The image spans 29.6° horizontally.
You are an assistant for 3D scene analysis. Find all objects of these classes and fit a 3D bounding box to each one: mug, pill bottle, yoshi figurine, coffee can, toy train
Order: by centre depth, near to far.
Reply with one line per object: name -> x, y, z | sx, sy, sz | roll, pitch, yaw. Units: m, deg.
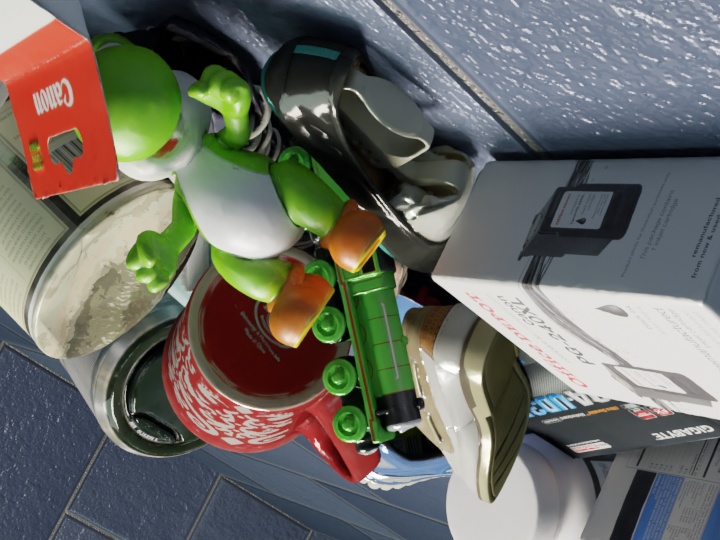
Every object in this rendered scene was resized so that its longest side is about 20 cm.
yoshi figurine -> -0.087, -0.052, 0.738 | 0.200, 0.113, 0.112 | 40, 148, 2
toy train -> -0.004, 0.010, 0.835 | 0.056, 0.202, 0.042 | -14, 175, 20
coffee can -> -0.229, -0.059, 0.940 | 0.200, 0.146, 0.147 | 42, 170, 20
mug -> -0.051, 0.059, 0.955 | 0.176, 0.135, 0.200 | 18, 166, -4
pill bottle -> 0.169, 0.192, 1.113 | 0.199, 0.115, 0.113 | 9, -179, -43

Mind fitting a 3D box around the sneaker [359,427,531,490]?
sneaker -> 0.091, 0.137, 1.142 | 0.198, 0.079, 0.089 | -8, 159, -17

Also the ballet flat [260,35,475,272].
ballet flat -> 0.020, -0.058, 0.780 | 0.068, 0.069, 0.200 | -1, 150, 37

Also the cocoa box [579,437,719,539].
cocoa box -> 0.289, 0.194, 0.997 | 0.199, 0.134, 0.131 | 35, 163, -25

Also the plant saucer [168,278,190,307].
plant saucer -> -0.141, 0.007, 1.186 | 0.200, 0.027, 0.200 | 41, -175, -4

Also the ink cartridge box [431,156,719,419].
ink cartridge box -> 0.157, 0.011, 0.728 | 0.145, 0.084, 0.199 | 37, 162, -31

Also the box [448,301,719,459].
box -> 0.151, 0.068, 0.954 | 0.158, 0.046, 0.200 | 32, 157, -16

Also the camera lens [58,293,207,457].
camera lens -> -0.203, 0.070, 1.308 | 0.160, 0.160, 0.200 | 40, -179, -39

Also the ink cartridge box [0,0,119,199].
ink cartridge box -> -0.193, -0.134, 0.704 | 0.050, 0.202, 0.162 | -15, -173, -28

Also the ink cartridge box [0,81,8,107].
ink cartridge box -> -0.285, -0.180, 0.805 | 0.067, 0.117, 0.200 | 12, 157, 44

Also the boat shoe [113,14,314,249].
boat shoe -> -0.080, -0.080, 0.858 | 0.199, 0.075, 0.092 | 35, 157, -28

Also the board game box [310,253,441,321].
board game box -> 0.015, 0.024, 1.107 | 0.198, 0.039, 0.158 | 28, 158, -8

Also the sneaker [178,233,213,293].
sneaker -> -0.100, -0.059, 1.009 | 0.201, 0.081, 0.074 | 107, 142, -60

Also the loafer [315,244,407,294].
loafer -> 0.000, 0.000, 0.941 | 0.071, 0.063, 0.200 | 22, 154, -3

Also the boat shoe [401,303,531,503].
boat shoe -> 0.071, 0.087, 0.935 | 0.068, 0.075, 0.201 | 18, 146, 23
